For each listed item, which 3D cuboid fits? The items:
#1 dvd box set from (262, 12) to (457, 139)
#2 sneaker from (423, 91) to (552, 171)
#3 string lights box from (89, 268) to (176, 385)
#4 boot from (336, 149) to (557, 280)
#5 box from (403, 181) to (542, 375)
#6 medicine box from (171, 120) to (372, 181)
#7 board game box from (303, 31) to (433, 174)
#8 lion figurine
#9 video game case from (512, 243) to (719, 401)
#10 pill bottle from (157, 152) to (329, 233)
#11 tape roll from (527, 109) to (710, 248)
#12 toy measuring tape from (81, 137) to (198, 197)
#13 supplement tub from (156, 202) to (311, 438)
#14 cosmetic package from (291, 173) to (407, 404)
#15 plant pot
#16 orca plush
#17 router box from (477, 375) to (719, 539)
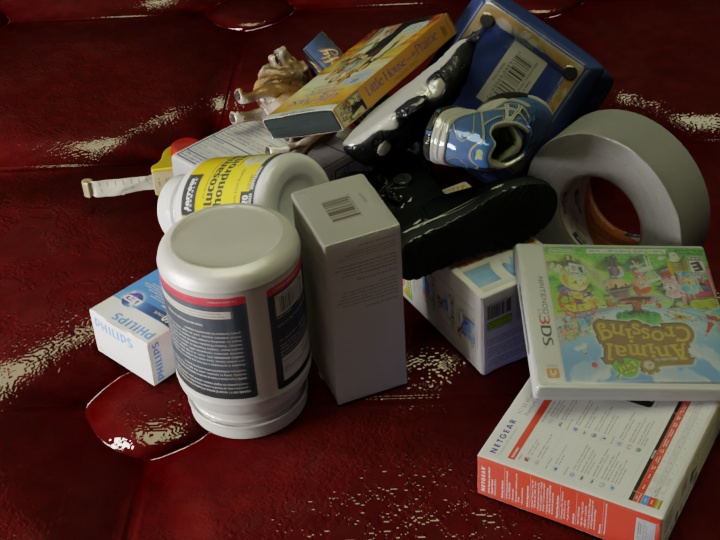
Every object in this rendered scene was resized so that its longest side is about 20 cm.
[{"bbox_3d":[-0.002,-0.219,1.397,0.200,0.030,0.146,-43,24,-27],"label":"dvd box set"},{"bbox_3d":[0.149,-0.137,1.291,0.076,0.077,0.199,24,30,33],"label":"sneaker"},{"bbox_3d":[-0.188,0.036,1.372,0.102,0.060,0.199,25,44,36],"label":"string lights box"},{"bbox_3d":[0.087,-0.083,1.318,0.198,0.077,0.169,-22,42,-12],"label":"boot"},{"bbox_3d":[0.123,0.003,1.350,0.111,0.102,0.200,-21,38,-21],"label":"box"},{"bbox_3d":[-0.098,-0.108,1.529,0.181,0.104,0.199,28,45,37],"label":"medicine box"},{"bbox_3d":[0.013,-0.196,1.546,0.035,0.136,0.200,-42,82,-2],"label":"board game box"},{"bbox_3d":[-0.079,-0.192,1.511,0.121,0.073,0.200,-17,50,-32],"label":"lion figurine"},{"bbox_3d":[0.256,0.047,1.209,0.197,0.022,0.184,1,49,-4],"label":"video game case"},{"bbox_3d":[-0.130,-0.067,1.340,0.198,0.113,0.112,1,29,44],"label":"pill bottle"},{"bbox_3d":[0.278,-0.070,1.353,0.199,0.202,0.066,25,43,35],"label":"tape roll"},{"bbox_3d":[-0.261,-0.131,1.610,0.197,0.074,0.074,-8,35,-7],"label":"toy measuring tape"},{"bbox_3d":[-0.120,0.050,1.222,0.138,0.202,0.141,-2,34,2],"label":"supplement tub"},{"bbox_3d":[-0.011,0.020,1.253,0.084,0.202,0.108,-16,39,-15],"label":"cosmetic package"},{"bbox_3d":[0.171,-0.210,1.466,0.199,0.201,0.180,36,6,6],"label":"plant pot"},{"bbox_3d":[0.070,-0.169,1.328,0.105,0.071,0.200,-9,33,51],"label":"orca plush"},{"bbox_3d":[0.231,0.157,1.168,0.178,0.049,0.200,16,40,26],"label":"router box"}]
